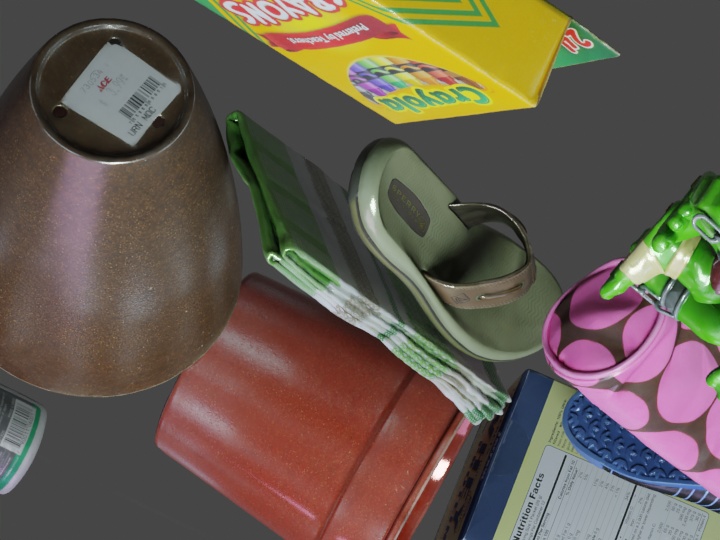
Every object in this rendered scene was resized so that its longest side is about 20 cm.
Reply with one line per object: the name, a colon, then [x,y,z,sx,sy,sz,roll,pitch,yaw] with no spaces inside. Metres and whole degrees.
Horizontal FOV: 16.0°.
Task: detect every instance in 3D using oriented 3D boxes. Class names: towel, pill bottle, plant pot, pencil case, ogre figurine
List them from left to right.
pill bottle: [-0.462,0.161,2.862,0.199,0.114,0.113,28,165,-18]
plant pot: [-0.149,-0.053,1.481,0.186,0.188,0.200,22,151,2]
plant pot: [-0.031,0.111,1.860,0.194,0.202,0.201,30,167,6]
towel: [0.000,0.000,1.521,0.200,0.031,0.150,36,-162,-34]
pencil case: [0.200,0.067,1.509,0.200,0.094,0.091,33,-153,-37]
ogre figurine: [0.198,0.011,1.298,0.120,0.098,0.200,40,151,3]

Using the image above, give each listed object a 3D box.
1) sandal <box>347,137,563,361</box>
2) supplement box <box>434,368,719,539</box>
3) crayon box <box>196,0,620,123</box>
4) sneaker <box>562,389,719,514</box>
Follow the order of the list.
sandal: [0.064,-0.007,1.475,0.057,0.080,0.201,-5,152,35]
supplement box: [0.173,0.187,1.888,0.199,0.135,0.200,23,166,-1]
crayon box: [0.006,-0.123,1.178,0.199,0.051,0.127,30,164,-26]
sneaker: [0.234,0.133,1.730,0.199,0.071,0.078,16,158,23]
